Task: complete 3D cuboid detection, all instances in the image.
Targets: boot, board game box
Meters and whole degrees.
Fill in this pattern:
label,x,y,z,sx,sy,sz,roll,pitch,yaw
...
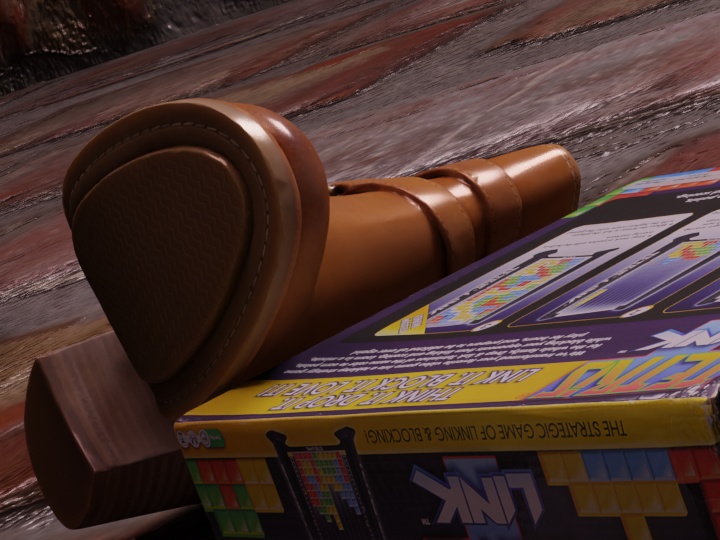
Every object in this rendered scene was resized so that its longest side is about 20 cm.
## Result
label,x,y,z,sx,sy,sz,roll,pitch,yaw
boot,0.000,0.000,0.771,0.155,0.077,0.200,-19,-26,-25
board game box,0.078,0.023,0.647,0.165,0.057,0.200,-28,11,-31
